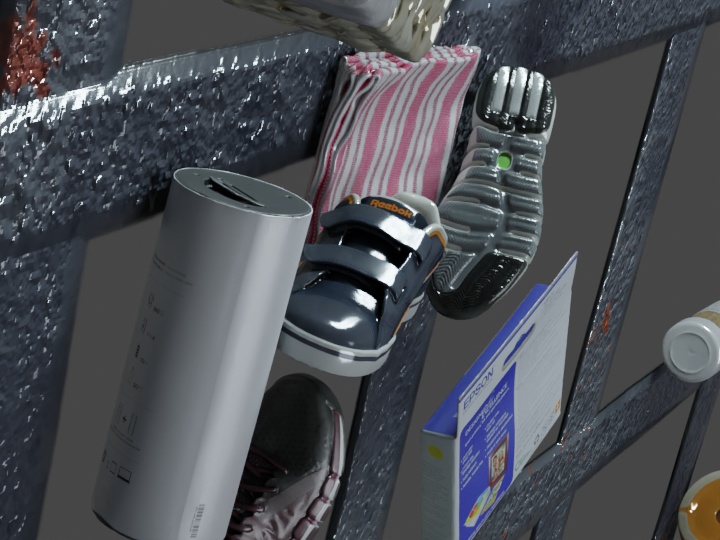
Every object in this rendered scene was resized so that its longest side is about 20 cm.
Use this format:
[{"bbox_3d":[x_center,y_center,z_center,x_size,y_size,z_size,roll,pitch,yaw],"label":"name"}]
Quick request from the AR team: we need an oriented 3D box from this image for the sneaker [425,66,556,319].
[{"bbox_3d":[0.093,-0.035,1.402,0.116,0.075,0.201,95,13,-63],"label":"sneaker"}]

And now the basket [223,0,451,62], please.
[{"bbox_3d":[-0.043,-0.182,0.844,0.136,0.199,0.123,-67,162,-3],"label":"basket"}]

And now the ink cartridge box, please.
[{"bbox_3d":[0.112,0.107,1.645,0.198,0.047,0.201,-48,148,-38],"label":"ink cartridge box"}]

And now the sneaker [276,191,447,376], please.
[{"bbox_3d":[0.000,0.000,1.179,0.200,0.078,0.080,-48,160,-71],"label":"sneaker"}]

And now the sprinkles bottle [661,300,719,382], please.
[{"bbox_3d":[0.398,0.072,2.217,0.200,0.068,0.069,-20,128,-61],"label":"sprinkles bottle"}]

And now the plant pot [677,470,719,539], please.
[{"bbox_3d":[0.493,0.352,2.550,0.201,0.200,0.183,-59,140,-21],"label":"plant pot"}]

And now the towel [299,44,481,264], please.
[{"bbox_3d":[0.022,-0.072,1.299,0.200,0.030,0.147,-18,127,-62],"label":"towel"}]

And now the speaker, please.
[{"bbox_3d":[-0.088,0.047,1.093,0.081,0.081,0.201,-14,122,-63],"label":"speaker"}]

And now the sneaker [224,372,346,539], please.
[{"bbox_3d":[-0.081,0.155,1.216,0.115,0.075,0.201,20,92,-64],"label":"sneaker"}]
